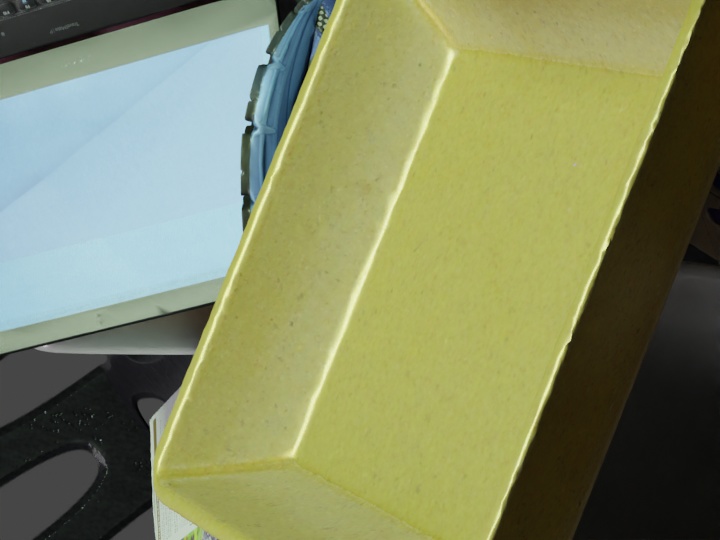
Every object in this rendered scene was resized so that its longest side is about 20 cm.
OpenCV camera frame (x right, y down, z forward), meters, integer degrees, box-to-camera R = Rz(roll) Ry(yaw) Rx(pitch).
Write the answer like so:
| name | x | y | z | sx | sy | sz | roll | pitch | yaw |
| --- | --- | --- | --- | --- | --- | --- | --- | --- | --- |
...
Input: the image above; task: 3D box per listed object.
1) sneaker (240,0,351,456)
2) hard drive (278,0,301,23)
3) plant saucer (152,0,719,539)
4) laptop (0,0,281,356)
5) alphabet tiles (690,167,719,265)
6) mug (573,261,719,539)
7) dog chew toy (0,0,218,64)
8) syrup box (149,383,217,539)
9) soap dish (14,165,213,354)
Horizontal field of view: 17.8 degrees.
| name | x | y | z | sx | sy | sz | roll | pitch | yaw |
| --- | --- | --- | --- | --- | --- | --- | --- | --- | --- |
| sneaker | 0.000 | 0.000 | 0.794 | 0.075 | 0.078 | 0.201 | -118 | 26 | -89 |
| hard drive | -0.014 | -0.122 | 0.857 | 0.140 | 0.033 | 0.200 | 49 | 166 | 27 |
| plant saucer | 0.029 | 0.002 | 0.675 | 0.048 | 0.201 | 0.200 | 23 | 178 | -28 |
| laptop | -0.128 | -0.083 | 0.852 | 0.104 | 0.176 | 0.200 | -80 | -29 | -50 |
| alphabet tiles | 0.085 | -0.066 | 0.677 | 0.200 | 0.008 | 0.168 | 40 | 159 | 53 |
| mug | 0.103 | 0.127 | 0.725 | 0.200 | 0.147 | 0.176 | -80 | -32 | -48 |
| dog chew toy | -0.146 | -0.118 | 0.982 | 0.125 | 0.200 | 0.125 | 52 | 168 | 15 |
| syrup box | -0.027 | 0.075 | 0.926 | 0.200 | 0.078 | 0.082 | 135 | 133 | -66 |
| soap dish | -0.059 | -0.010 | 0.989 | 0.157 | 0.199 | 0.082 | -166 | 76 | -73 |
